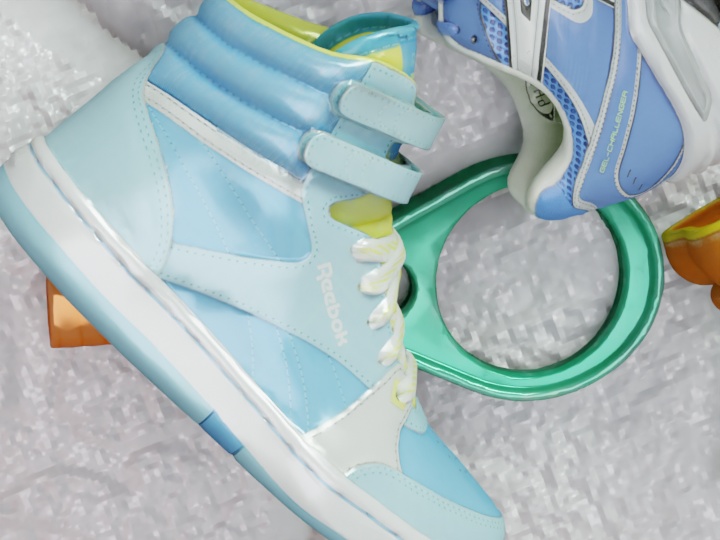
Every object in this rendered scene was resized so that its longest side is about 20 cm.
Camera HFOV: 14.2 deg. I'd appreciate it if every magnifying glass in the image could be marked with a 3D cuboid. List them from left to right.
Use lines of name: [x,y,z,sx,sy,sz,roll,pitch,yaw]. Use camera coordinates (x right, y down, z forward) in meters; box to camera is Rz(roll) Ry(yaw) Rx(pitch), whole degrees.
magnifying glass: [0.000,0.006,0.923,0.199,0.022,0.080,-3,103,-7]

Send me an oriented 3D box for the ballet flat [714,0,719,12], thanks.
ballet flat: [0.167,-0.162,0.887,0.072,0.072,0.201,19,99,-12]

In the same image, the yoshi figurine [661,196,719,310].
yoshi figurine: [0.185,0.048,0.939,0.112,0.112,0.201,-32,93,45]

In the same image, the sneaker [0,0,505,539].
sneaker: [0.000,0.000,0.873,0.131,0.080,0.200,-46,106,3]

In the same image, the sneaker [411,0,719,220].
sneaker: [0.048,-0.106,0.874,0.077,0.076,0.201,-30,103,-9]
